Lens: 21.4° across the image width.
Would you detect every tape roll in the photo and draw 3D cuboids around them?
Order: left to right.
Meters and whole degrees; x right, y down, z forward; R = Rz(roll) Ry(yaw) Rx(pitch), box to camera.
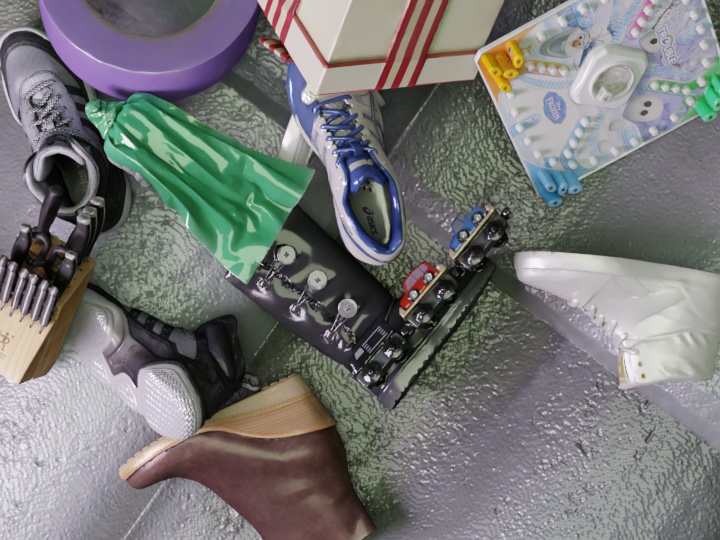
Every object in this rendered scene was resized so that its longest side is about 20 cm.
[{"bbox_3d":[-0.184,-0.254,1.664,0.198,0.085,0.202,1,78,-7],"label":"tape roll"}]

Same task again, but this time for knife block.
[{"bbox_3d":[-0.273,0.007,1.658,0.064,0.200,0.177,31,90,1],"label":"knife block"}]

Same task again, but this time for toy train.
[{"bbox_3d":[0.059,0.018,1.660,0.046,0.034,0.200,40,88,20],"label":"toy train"}]

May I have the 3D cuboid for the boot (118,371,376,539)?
[{"bbox_3d":[-0.102,0.203,1.720,0.198,0.072,0.168,-24,90,0],"label":"boot"}]

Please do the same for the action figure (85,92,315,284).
[{"bbox_3d":[-0.153,-0.091,1.654,0.199,0.055,0.119,34,74,-10],"label":"action figure"}]

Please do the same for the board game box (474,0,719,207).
[{"bbox_3d":[0.217,-0.162,1.639,0.199,0.200,0.026,-28,48,4],"label":"board game box"}]

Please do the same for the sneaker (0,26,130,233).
[{"bbox_3d":[-0.269,-0.125,1.681,0.075,0.114,0.201,-25,92,5],"label":"sneaker"}]

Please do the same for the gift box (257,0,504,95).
[{"bbox_3d":[0.016,-0.265,1.578,0.183,0.201,0.188,-4,138,-28],"label":"gift box"}]

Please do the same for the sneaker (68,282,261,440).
[{"bbox_3d":[-0.178,0.066,1.717,0.200,0.113,0.076,41,137,30],"label":"sneaker"}]

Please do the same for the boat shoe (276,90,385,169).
[{"bbox_3d":[-0.009,-0.163,1.702,0.068,0.072,0.201,28,84,3],"label":"boat shoe"}]

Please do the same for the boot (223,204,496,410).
[{"bbox_3d":[-0.001,0.001,1.715,0.200,0.066,0.165,39,87,7],"label":"boot"}]

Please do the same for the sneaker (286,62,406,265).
[{"bbox_3d":[-0.002,-0.102,1.633,0.075,0.088,0.202,-24,97,-7],"label":"sneaker"}]

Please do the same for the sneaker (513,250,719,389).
[{"bbox_3d":[0.228,0.047,1.696,0.198,0.074,0.117,9,91,1],"label":"sneaker"}]
